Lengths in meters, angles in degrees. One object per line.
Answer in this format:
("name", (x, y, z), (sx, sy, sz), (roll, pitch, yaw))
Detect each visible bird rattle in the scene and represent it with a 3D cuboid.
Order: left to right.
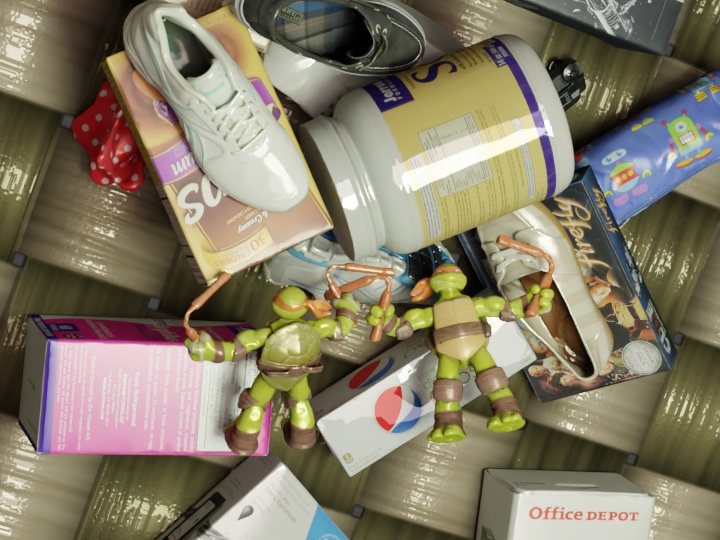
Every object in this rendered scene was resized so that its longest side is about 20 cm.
("bird rattle", (-0.138, -0.097, 1.662), (0.200, 0.113, 0.163), (47, 72, -7))

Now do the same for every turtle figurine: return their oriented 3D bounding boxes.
("turtle figurine", (-0.055, 0.072, 1.592), (0.200, 0.064, 0.162), (-14, 127, -33))
("turtle figurine", (0.075, 0.063, 1.664), (0.199, 0.064, 0.162), (-8, 76, -7))

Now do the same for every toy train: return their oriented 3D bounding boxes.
("toy train", (0.124, -0.120, 1.760), (0.200, 0.034, 0.046), (-37, 122, -9))

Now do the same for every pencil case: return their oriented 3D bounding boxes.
("pencil case", (0.268, -0.104, 1.784), (0.200, 0.078, 0.087), (-31, 81, -10))

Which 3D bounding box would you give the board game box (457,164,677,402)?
("board game box", (0.185, 0.016, 1.763), (0.135, 0.035, 0.200), (-18, 111, 29))

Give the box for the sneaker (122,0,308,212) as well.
("sneaker", (-0.111, -0.125, 1.507), (0.070, 0.080, 0.200), (-42, 100, -11))

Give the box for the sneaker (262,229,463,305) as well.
("sneaker", (0.000, 0.000, 1.731), (0.200, 0.075, 0.087), (17, 133, -31))

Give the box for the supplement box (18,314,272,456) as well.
("supplement box", (-0.181, 0.099, 1.662), (0.199, 0.101, 0.104), (4, 99, -20))

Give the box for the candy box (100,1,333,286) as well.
("candy box", (-0.116, -0.101, 1.574), (0.116, 0.056, 0.201), (-25, 97, -11))

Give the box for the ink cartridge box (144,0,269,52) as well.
("ink cartridge box", (-0.119, -0.305, 1.618), (0.164, 0.075, 0.201), (23, 94, -20))

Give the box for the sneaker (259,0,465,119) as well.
("sneaker", (0.001, -0.178, 1.695), (0.200, 0.074, 0.116), (18, 117, -34))

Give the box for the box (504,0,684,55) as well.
("box", (0.205, -0.315, 1.710), (0.182, 0.104, 0.201), (17, 95, -22))

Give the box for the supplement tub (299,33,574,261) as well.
("supplement tub", (0.063, -0.100, 1.630), (0.199, 0.145, 0.146), (-21, 107, -8))

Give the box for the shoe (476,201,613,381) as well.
("shoe", (0.161, 0.011, 1.715), (0.070, 0.053, 0.200), (-25, 107, 31))

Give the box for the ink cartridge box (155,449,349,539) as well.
("ink cartridge box", (-0.118, 0.268, 1.734), (0.200, 0.068, 0.116), (-42, 110, -6))

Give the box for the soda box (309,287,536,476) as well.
("soda box", (0.053, 0.099, 1.743), (0.200, 0.068, 0.064), (-33, 106, -1))

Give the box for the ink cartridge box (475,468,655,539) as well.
("ink cartridge box", (0.184, 0.293, 1.831), (0.145, 0.084, 0.201), (4, 100, -20))

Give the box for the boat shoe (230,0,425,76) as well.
("boat shoe", (-0.013, -0.193, 1.572), (0.200, 0.066, 0.070), (17, 108, -44))
